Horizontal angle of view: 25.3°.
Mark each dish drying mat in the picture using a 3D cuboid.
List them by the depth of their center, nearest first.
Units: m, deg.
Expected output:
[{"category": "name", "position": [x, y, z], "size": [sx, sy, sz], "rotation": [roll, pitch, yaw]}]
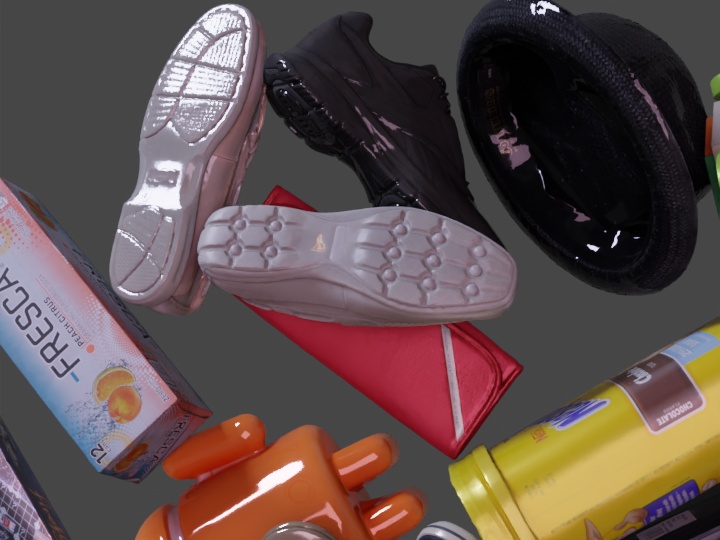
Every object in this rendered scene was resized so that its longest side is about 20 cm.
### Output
[{"category": "dish drying mat", "position": [0.002, 0.031, 1.016], "size": [0.200, 0.018, 0.077], "rotation": [36, 90, 13]}]

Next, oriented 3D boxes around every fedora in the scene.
[{"category": "fedora", "position": [0.150, -0.088, 0.974], "size": [0.091, 0.201, 0.201], "rotation": [-32, 88, -27]}]

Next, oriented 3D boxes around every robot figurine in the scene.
[{"category": "robot figurine", "position": [-0.057, 0.171, 0.992], "size": [0.200, 0.117, 0.144], "rotation": [-30, 123, 4]}]

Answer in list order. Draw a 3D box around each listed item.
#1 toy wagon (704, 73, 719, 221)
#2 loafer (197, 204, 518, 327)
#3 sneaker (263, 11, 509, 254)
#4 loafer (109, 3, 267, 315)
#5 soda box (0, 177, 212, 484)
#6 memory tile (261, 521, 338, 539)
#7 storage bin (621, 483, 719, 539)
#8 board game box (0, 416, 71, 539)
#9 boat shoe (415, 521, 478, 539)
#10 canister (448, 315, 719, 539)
[{"category": "toy wagon", "position": [0.235, -0.039, 0.930], "size": [0.039, 0.200, 0.156], "rotation": [-18, 76, 26]}, {"category": "loafer", "position": [0.000, 0.000, 0.977], "size": [0.199, 0.070, 0.070], "rotation": [10, 68, 18]}, {"category": "sneaker", "position": [0.033, -0.079, 1.007], "size": [0.091, 0.076, 0.200], "rotation": [-45, 100, -22]}, {"category": "loafer", "position": [-0.102, -0.068, 1.026], "size": [0.072, 0.063, 0.201], "rotation": [14, 82, 33]}, {"category": "soda box", "position": [-0.182, 0.036, 0.996], "size": [0.068, 0.064, 0.200], "rotation": [-42, 69, 2]}, {"category": "memory tile", "position": [-0.041, 0.237, 0.936], "size": [0.153, 0.017, 0.200], "rotation": [38, 120, -14]}, {"category": "storage bin", "position": [0.207, 0.191, 0.965], "size": [0.200, 0.135, 0.094], "rotation": [-25, 89, 3]}, {"category": "board game box", "position": [-0.288, 0.141, 1.044], "size": [0.135, 0.035, 0.200], "rotation": [-30, 88, 3]}, {"category": "boat shoe", "position": [0.044, 0.241, 0.969], "size": [0.074, 0.062, 0.200], "rotation": [26, 125, 29]}, {"category": "canister", "position": [0.159, 0.107, 0.964], "size": [0.200, 0.149, 0.087], "rotation": [-30, 87, 1]}]
